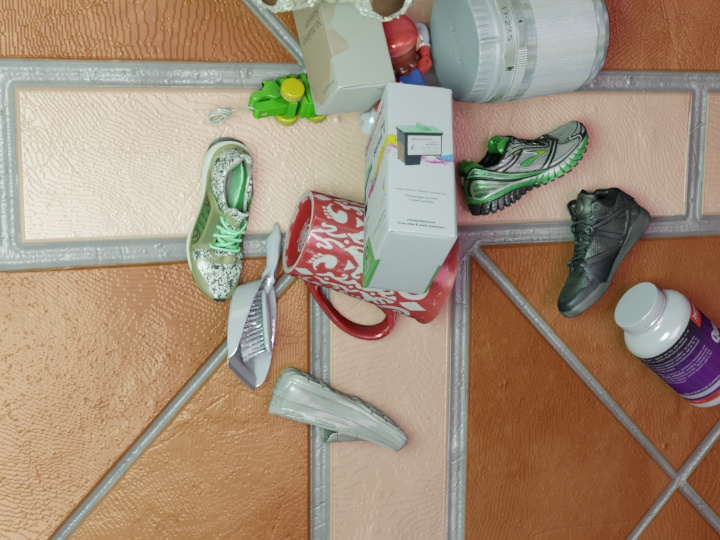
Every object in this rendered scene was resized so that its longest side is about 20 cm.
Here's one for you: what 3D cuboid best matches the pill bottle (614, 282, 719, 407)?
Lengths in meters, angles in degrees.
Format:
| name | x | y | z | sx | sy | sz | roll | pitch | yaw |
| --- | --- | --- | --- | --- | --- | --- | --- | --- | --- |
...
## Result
| name | x | y | z | sx | sy | sz | roll | pitch | yaw |
| --- | --- | --- | --- | --- | --- | --- | --- | --- | --- |
| pill bottle | 0.465 | 0.105 | 1.582 | 0.199 | 0.112 | 0.113 | 38 | 84 | -23 |

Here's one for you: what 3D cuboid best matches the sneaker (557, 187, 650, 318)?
| name | x | y | z | sx | sy | sz | roll | pitch | yaw |
| --- | --- | --- | --- | --- | --- | --- | --- | --- | --- |
| sneaker | 0.317 | -0.036 | 1.524 | 0.114 | 0.076 | 0.201 | 39 | 80 | -20 |

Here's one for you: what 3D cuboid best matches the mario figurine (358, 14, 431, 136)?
| name | x | y | z | sx | sy | sz | roll | pitch | yaw |
| --- | --- | --- | --- | --- | --- | --- | --- | --- | --- |
| mario figurine | 0.046 | -0.243 | 1.393 | 0.105 | 0.124 | 0.202 | -12 | 116 | 20 |

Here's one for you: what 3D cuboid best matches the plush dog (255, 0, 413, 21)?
| name | x | y | z | sx | sy | sz | roll | pitch | yaw |
| --- | --- | --- | --- | --- | --- | --- | --- | --- | --- |
| plush dog | -0.018 | -0.377 | 1.164 | 0.197 | 0.161 | 0.174 | 9 | 121 | 17 |

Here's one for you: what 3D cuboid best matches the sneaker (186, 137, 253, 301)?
| name | x | y | z | sx | sy | sz | roll | pitch | yaw |
| --- | --- | --- | --- | --- | --- | --- | --- | --- | --- |
| sneaker | -0.165 | -0.059 | 1.319 | 0.076 | 0.088 | 0.203 | 2 | 98 | -22 |

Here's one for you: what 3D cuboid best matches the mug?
| name | x | y | z | sx | sy | sz | roll | pitch | yaw |
| --- | --- | --- | --- | --- | --- | --- | --- | --- | --- |
| mug | 0.004 | -0.001 | 1.376 | 0.197 | 0.133 | 0.180 | 16 | 91 | -20 |

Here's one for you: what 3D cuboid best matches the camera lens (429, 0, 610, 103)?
| name | x | y | z | sx | sy | sz | roll | pitch | yaw |
| --- | --- | --- | --- | --- | --- | --- | --- | --- | --- |
| camera lens | 0.207 | -0.303 | 1.390 | 0.197 | 0.160 | 0.163 | -11 | 102 | -19 |

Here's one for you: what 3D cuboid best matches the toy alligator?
| name | x | y | z | sx | sy | sz | roll | pitch | yaw |
| --- | --- | --- | --- | --- | --- | --- | --- | --- | --- |
| toy alligator | -0.099 | -0.217 | 1.342 | 0.197 | 0.060 | 0.055 | -8 | 61 | -21 |

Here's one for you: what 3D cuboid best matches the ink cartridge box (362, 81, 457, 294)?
| name | x | y | z | sx | sy | sz | roll | pitch | yaw |
| --- | --- | --- | --- | --- | --- | --- | --- | --- | --- |
| ink cartridge box | 0.055 | -0.097 | 1.271 | 0.083 | 0.145 | 0.203 | 6 | 63 | -10 |

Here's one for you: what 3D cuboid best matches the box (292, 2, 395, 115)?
| name | x | y | z | sx | sy | sz | roll | pitch | yaw |
| --- | --- | --- | --- | --- | --- | --- | --- | --- | --- |
| box | -0.027 | -0.299 | 1.298 | 0.077 | 0.095 | 0.203 | -9 | 79 | -22 |

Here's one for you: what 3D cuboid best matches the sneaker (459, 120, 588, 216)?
| name | x | y | z | sx | sy | sz | roll | pitch | yaw |
| --- | --- | --- | --- | --- | --- | --- | --- | --- | --- |
| sneaker | 0.224 | -0.154 | 1.465 | 0.198 | 0.078 | 0.086 | -30 | 107 | -14 |

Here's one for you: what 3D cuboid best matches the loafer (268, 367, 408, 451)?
| name | x | y | z | sx | sy | sz | roll | pitch | yaw |
| --- | --- | --- | --- | --- | --- | --- | --- | --- | --- |
| loafer | -0.029 | 0.197 | 1.428 | 0.198 | 0.070 | 0.070 | 28 | 93 | -15 |

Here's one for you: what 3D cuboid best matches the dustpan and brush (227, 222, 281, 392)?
| name | x | y | z | sx | sy | sz | roll | pitch | yaw |
| --- | --- | --- | --- | --- | --- | --- | --- | --- | --- |
| dustpan and brush | -0.125 | 0.036 | 1.353 | 0.056 | 0.140 | 0.203 | -6 | 69 | 8 |
